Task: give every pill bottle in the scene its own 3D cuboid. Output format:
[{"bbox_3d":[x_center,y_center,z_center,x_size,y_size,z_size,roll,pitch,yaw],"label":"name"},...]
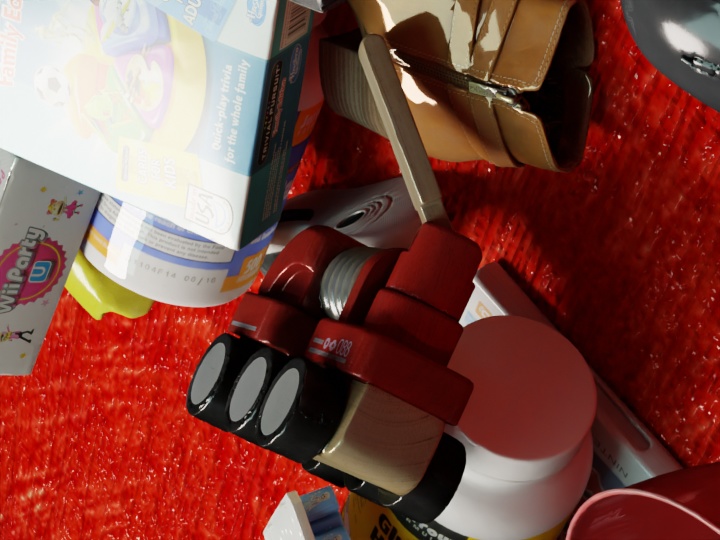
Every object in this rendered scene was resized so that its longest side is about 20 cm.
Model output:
[{"bbox_3d":[-0.079,-0.090,1.540,0.112,0.112,0.201,41,126,28],"label":"pill bottle"},{"bbox_3d":[0.058,0.110,1.512,0.113,0.112,0.200,48,150,17],"label":"pill bottle"}]

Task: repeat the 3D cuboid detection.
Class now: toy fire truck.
[{"bbox_3d":[0.000,0.000,1.411,0.128,0.201,0.176,27,175,-20],"label":"toy fire truck"}]

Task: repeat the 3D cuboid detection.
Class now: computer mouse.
[{"bbox_3d":[0.175,-0.108,1.218,0.200,0.046,0.141,42,150,28],"label":"computer mouse"}]

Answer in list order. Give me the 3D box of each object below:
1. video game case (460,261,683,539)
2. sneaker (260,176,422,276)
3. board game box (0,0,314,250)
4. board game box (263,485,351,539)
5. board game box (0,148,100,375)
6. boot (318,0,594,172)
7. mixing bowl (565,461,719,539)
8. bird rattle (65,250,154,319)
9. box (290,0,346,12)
[{"bbox_3d":[0.103,0.115,1.585,0.182,0.023,0.200,48,151,18],"label":"video game case"},{"bbox_3d":[0.013,0.012,1.589,0.112,0.073,0.200,62,161,-14],"label":"sneaker"},{"bbox_3d":[-0.125,-0.117,1.438,0.199,0.047,0.152,23,122,20],"label":"board game box"},{"bbox_3d":[-0.001,0.221,1.534,0.200,0.026,0.201,118,132,-77],"label":"board game box"},{"bbox_3d":[-0.227,-0.059,1.600,0.200,0.064,0.148,53,129,42],"label":"board game box"},{"bbox_3d":[0.038,-0.143,1.383,0.155,0.076,0.201,19,123,41],"label":"boot"},{"bbox_3d":[0.204,0.166,1.382,0.200,0.108,0.201,38,146,32],"label":"mixing bowl"},{"bbox_3d":[-0.155,-0.043,1.723,0.162,0.113,0.200,10,167,23],"label":"bird rattle"},{"bbox_3d":[0.010,-0.236,1.240,0.051,0.157,0.201,26,138,44],"label":"box"}]
